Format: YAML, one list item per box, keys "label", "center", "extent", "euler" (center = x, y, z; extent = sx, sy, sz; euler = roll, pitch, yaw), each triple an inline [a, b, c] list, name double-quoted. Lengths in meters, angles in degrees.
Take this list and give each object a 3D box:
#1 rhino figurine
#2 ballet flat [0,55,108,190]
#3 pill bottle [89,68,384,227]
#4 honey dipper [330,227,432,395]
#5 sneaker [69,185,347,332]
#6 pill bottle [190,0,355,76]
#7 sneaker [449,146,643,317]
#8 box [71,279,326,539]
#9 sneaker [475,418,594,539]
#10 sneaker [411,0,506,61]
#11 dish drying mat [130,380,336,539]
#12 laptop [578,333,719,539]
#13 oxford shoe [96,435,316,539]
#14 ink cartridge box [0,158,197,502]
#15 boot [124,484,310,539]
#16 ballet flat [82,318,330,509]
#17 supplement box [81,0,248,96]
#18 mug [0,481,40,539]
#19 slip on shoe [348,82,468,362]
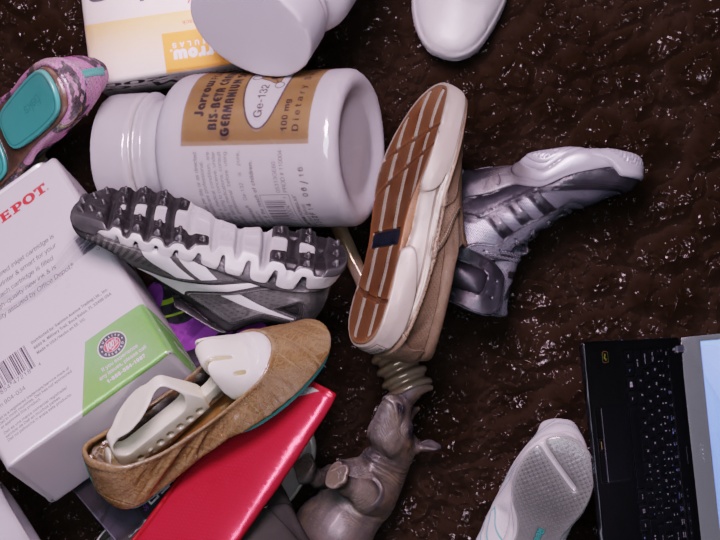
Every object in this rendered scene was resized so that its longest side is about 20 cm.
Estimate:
- label: "rhino figurine"
  center: [-0.007, 0.165, 1.506]
  extent: [0.060, 0.087, 0.201]
  euler: [34, 87, 44]
- label: "ballet flat"
  center: [-0.253, -0.105, 1.531]
  extent: [0.199, 0.071, 0.070]
  euler: [-30, 80, 43]
- label: "pill bottle"
  center: [-0.091, -0.089, 1.499]
  extent: [0.198, 0.114, 0.115]
  euler: [0, 86, 20]
- label: "honey dipper"
  center: [0.000, 0.000, 1.539]
  extent: [0.038, 0.038, 0.201]
  euler: [-23, 81, 3]
- label: "sneaker"
  center: [-0.114, 0.002, 1.455]
  extent: [0.198, 0.067, 0.091]
  euler: [14, 122, -6]
- label: "pill bottle"
  center: [-0.041, -0.245, 1.479]
  extent: [0.113, 0.114, 0.201]
  euler: [23, 58, 6]
- label: "sneaker"
  center: [0.117, -0.025, 1.512]
  extent: [0.198, 0.075, 0.115]
  euler: [-9, 86, 10]
- label: "box"
  center: [-0.144, 0.093, 1.512]
  extent: [0.200, 0.036, 0.143]
  euler: [-45, 63, -3]
- label: "sneaker"
  center: [0.121, 0.200, 1.500]
  extent: [0.070, 0.080, 0.201]
  euler: [24, 107, -2]
- label: "sneaker"
  center: [0.086, -0.259, 1.522]
  extent: [0.075, 0.088, 0.202]
  euler: [17, 88, 4]
- label: "dish drying mat"
  center: [-0.099, 0.154, 1.433]
  extent: [0.077, 0.018, 0.201]
  euler: [27, 75, 35]
- label: "laptop"
  center: [0.261, 0.132, 1.472]
  extent: [0.103, 0.199, 0.179]
  euler: [-10, 83, 41]
- label: "oxford shoe"
  center: [-0.118, 0.178, 1.523]
  extent: [0.199, 0.058, 0.075]
  euler: [-33, 82, 0]
- label: "ink cartridge box"
  center: [-0.226, 0.042, 1.494]
  extent: [0.145, 0.084, 0.201]
  euler: [-35, 60, 1]
- label: "boot"
  center: [-0.113, 0.239, 1.436]
  extent: [0.200, 0.077, 0.138]
  euler: [-50, 47, 7]
- label: "ballet flat"
  center: [-0.113, 0.089, 1.423]
  extent: [0.199, 0.072, 0.068]
  euler: [-35, 43, 6]
- label: "supplement box"
  center: [-0.149, -0.241, 1.546]
  extent: [0.125, 0.074, 0.202]
  euler: [-8, 86, 5]
- label: "mug"
  center: [-0.327, 0.217, 1.477]
  extent: [0.175, 0.148, 0.201]
  euler: [-32, 119, -8]
- label: "slip on shoe"
  center: [0.048, -0.032, 1.462]
  extent: [0.060, 0.076, 0.202]
  euler: [19, 77, -27]
